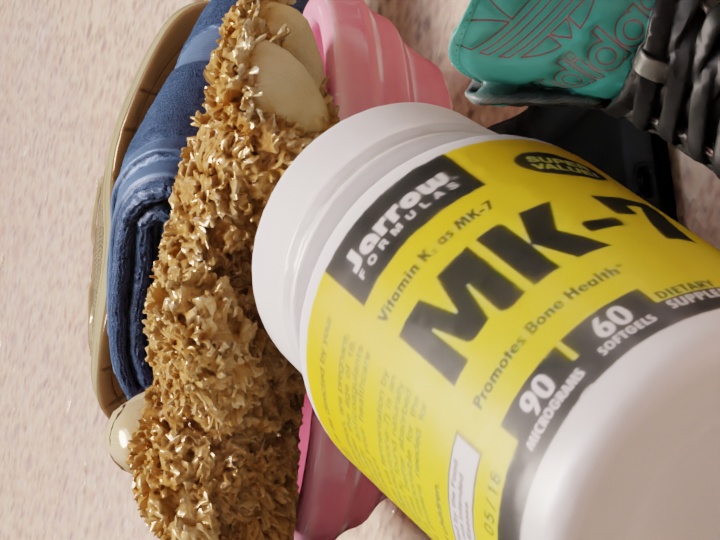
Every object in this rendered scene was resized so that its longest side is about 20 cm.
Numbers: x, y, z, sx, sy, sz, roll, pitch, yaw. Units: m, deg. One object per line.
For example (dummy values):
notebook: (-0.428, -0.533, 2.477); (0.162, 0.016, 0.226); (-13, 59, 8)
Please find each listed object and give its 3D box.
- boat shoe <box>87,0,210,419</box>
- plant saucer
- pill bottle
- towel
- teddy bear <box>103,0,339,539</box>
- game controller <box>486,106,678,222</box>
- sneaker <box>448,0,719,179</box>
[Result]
boat shoe: (-0.093, -0.029, 1.314); (0.065, 0.071, 0.201); (-138, 60, -65)
plant saucer: (0.000, 0.000, 1.042); (0.201, 0.050, 0.202); (-178, 90, -82)
pill bottle: (0.052, 0.029, 0.816); (0.200, 0.114, 0.115); (39, 116, 54)
towel: (-0.055, -0.050, 1.130); (0.200, 0.048, 0.112); (-66, -14, -50)
teddy bear: (-0.047, 0.004, 0.953); (0.145, 0.066, 0.201); (-93, 10, -53)
game controller: (0.071, 0.023, 0.934); (0.104, 0.042, 0.201); (-37, 45, 40)
sneaker: (0.089, -0.059, 0.801); (0.200, 0.120, 0.084); (-115, 42, -56)
